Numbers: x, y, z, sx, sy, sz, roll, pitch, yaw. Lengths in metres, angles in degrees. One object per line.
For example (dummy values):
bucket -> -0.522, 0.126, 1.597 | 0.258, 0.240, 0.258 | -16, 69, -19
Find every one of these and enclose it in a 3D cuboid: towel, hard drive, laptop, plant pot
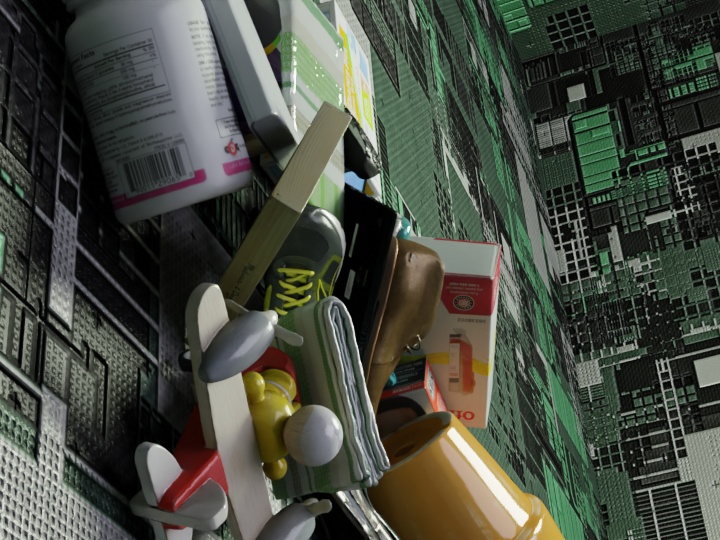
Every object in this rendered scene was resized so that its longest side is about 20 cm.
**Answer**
towel -> -0.042, 0.110, 1.167 | 0.200, 0.030, 0.151 | -27, -106, 64
hard drive -> -0.101, -0.192, 1.151 | 0.132, 0.026, 0.202 | 53, 15, -75
towel -> -0.049, -0.147, 1.283 | 0.149, 0.030, 0.203 | 40, 48, -66
laptop -> 0.000, 0.000, 1.392 | 0.200, 0.102, 0.180 | 32, -66, 53
plant pot -> 0.088, 0.257, 1.467 | 0.185, 0.199, 0.200 | 60, 17, -9

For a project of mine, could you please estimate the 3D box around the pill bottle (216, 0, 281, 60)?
pill bottle -> -0.136, -0.312, 1.330 | 0.114, 0.113, 0.202 | 49, 30, -59

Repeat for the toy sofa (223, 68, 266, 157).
toy sofa -> -0.117, -0.147, 1.274 | 0.200, 0.096, 0.084 | -22, 97, -74

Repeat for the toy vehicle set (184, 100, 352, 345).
toy vehicle set -> -0.076, -0.030, 1.129 | 0.026, 0.200, 0.125 | 30, 46, -5

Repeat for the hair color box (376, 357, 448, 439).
hair color box -> 0.061, 0.204, 1.571 | 0.061, 0.100, 0.202 | -80, 150, -59

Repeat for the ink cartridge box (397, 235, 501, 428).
ink cartridge box -> 0.080, 0.070, 1.576 | 0.084, 0.143, 0.202 | -73, 165, -59

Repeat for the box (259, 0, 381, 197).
box -> -0.048, -0.176, 1.542 | 0.113, 0.100, 0.202 | 54, 25, -53

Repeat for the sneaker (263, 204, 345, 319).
sneaker -> -0.054, 0.027, 1.272 | 0.202, 0.073, 0.085 | 95, -1, -45

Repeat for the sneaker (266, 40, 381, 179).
sneaker -> -0.055, -0.141, 1.413 | 0.200, 0.087, 0.076 | 51, -2, 37

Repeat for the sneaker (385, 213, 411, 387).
sneaker -> 0.024, 0.033, 1.481 | 0.078, 0.079, 0.202 | -100, -158, -66

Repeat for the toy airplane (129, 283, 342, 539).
toy airplane -> -0.084, 0.128, 1.032 | 0.200, 0.139, 0.202 | 57, 32, -66

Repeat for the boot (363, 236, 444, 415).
boot -> 0.032, 0.070, 1.372 | 0.074, 0.074, 0.203 | -152, -105, -76

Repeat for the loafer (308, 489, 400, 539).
loafer -> -0.013, 0.252, 1.352 | 0.063, 0.071, 0.202 | -34, 103, -53

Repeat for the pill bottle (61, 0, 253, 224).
pill bottle -> -0.161, -0.147, 1.079 | 0.113, 0.112, 0.203 | -31, 105, -74
